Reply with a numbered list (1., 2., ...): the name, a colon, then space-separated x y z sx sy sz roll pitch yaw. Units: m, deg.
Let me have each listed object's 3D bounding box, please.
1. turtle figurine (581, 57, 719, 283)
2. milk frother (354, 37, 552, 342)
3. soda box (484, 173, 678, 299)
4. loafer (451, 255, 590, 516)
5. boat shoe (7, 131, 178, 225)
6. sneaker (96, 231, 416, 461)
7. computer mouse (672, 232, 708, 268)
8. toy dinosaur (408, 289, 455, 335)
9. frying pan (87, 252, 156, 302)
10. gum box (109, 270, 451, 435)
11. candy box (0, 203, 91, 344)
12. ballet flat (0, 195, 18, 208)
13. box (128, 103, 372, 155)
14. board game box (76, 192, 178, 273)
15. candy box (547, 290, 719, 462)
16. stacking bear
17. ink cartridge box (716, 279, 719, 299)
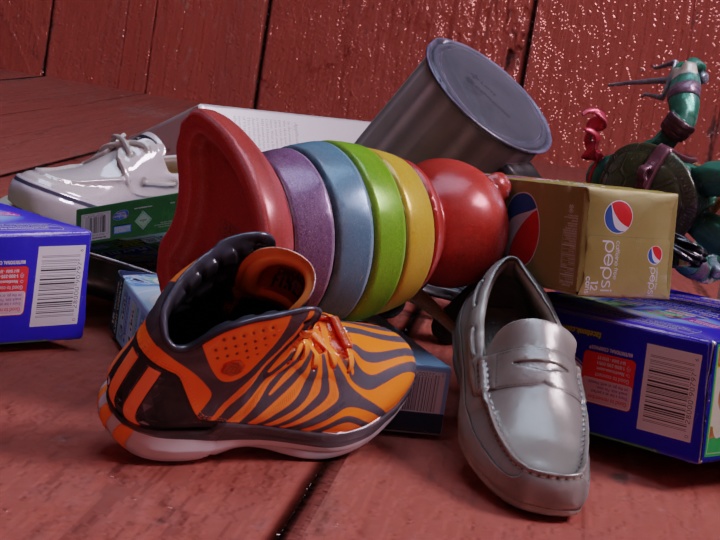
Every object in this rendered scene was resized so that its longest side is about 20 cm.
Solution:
1. turtle figurine: 0.214 -0.050 1.167 0.100 0.151 0.200 -24 30 -29
2. milk frother: 0.077 -0.059 1.384 0.180 0.188 0.200 44 28 2
3. soda box: 0.114 -0.025 1.113 0.067 0.065 0.200 3 5 -24
4. loafer: 0.088 0.060 0.984 0.069 0.070 0.200 8 27 -13
5. boat shoe: -0.168 -0.068 1.296 0.071 0.070 0.199 27 15 38
6. sneaker: -0.032 0.038 0.924 0.199 0.112 0.078 -8 51 -43
7. computer mouse: 0.164 -0.009 1.155 0.058 0.034 0.200 33 -7 -13
8. toy dinosaur: 0.000 0.000 1.141 0.101 0.059 0.200 9 8 -29
9. frying pan: -0.134 0.018 1.247 0.189 0.031 0.115 22 -8 -29
10. gum box: -0.056 0.047 1.105 0.169 0.045 0.200 7 8 -17
11. candy box: -0.295 -0.009 1.115 0.199 0.078 0.168 18 14 40
12. ballet flat: -0.240 -0.025 1.296 0.068 0.064 0.200 -1 8 4
13. box: -0.088 -0.078 1.583 0.199 0.098 0.124 3 -12 -38
14. board game box: -0.075 -0.026 1.231 0.199 0.029 0.134 -8 -18 21
15. candy box: 0.201 0.061 1.126 0.168 0.078 0.199 13 10 43
16. stacking bear: -0.001 -0.025 1.044 0.199 0.122 0.114 -4 28 -35
17. ink cartridge box: 0.344 0.062 1.303 0.143 0.084 0.200 8 9 -1
